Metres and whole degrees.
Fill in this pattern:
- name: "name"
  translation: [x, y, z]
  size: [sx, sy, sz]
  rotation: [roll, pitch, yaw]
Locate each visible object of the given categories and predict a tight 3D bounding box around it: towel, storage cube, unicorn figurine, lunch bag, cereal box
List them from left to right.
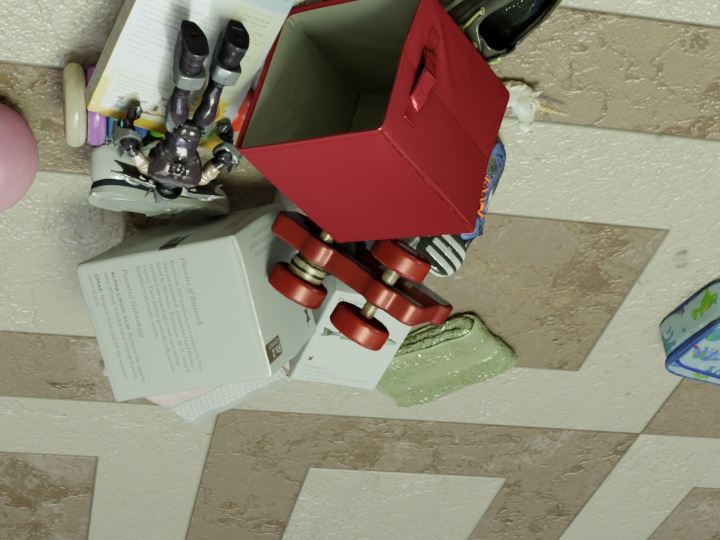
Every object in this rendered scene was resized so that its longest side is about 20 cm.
- name: "cereal box"
  translation: [-0.162, -0.223, 1.279]
  size: [0.143, 0.040, 0.200]
  rotation: [17, 118, -28]
- name: "towel"
  translation: [-0.220, 0.138, 1.828]
  size: [0.199, 0.032, 0.191]
  rotation: [-25, 139, 25]
- name: "storage cube"
  translation: [0.016, -0.147, 1.300]
  size: [0.199, 0.172, 0.180]
  rotation: [-4, 148, 37]
- name: "towel"
  translation: [0.106, 0.130, 1.844]
  size: [0.199, 0.037, 0.148]
  rotation: [-24, 141, 25]
- name: "unicorn figurine"
  translation: [0.108, -0.145, 1.408]
  size: [0.199, 0.138, 0.074]
  rotation: [5, 144, 18]
- name: "lunch bag"
  translation: [0.519, 0.097, 1.805]
  size: [0.199, 0.083, 0.161]
  rotation: [17, 142, -25]

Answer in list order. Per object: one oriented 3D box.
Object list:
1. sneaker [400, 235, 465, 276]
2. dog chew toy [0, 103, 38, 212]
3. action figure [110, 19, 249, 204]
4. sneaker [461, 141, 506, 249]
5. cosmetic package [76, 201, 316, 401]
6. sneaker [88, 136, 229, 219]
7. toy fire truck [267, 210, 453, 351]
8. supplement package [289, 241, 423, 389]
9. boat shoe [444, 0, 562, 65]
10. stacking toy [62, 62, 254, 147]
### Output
- name: "sneaker"
  translation: [0.025, -0.067, 1.511]
  size: [0.200, 0.075, 0.115]
  rotation: [51, 162, -8]
- name: "dog chew toy"
  translation: [-0.416, -0.147, 1.346]
  size: [0.124, 0.125, 0.200]
  rotation: [-17, 135, 17]
- name: "action figure"
  translation: [-0.165, -0.141, 1.274]
  size: [0.130, 0.070, 0.200]
  rotation: [4, 129, -30]
- name: "sneaker"
  translation: [0.123, -0.076, 1.526]
  size: [0.075, 0.079, 0.200]
  rotation: [2, 144, -10]
- name: "cosmetic package"
  translation: [-0.180, 0.034, 1.505]
  size: [0.199, 0.165, 0.166]
  rotation: [-11, 103, 19]
- name: "sneaker"
  translation: [-0.215, -0.102, 1.465]
  size: [0.076, 0.081, 0.200]
  rotation: [-12, 166, 32]
- name: "toy fire truck"
  translation: [0.000, 0.000, 1.469]
  size: [0.112, 0.200, 0.168]
  rotation: [-59, 166, 8]
- name: "supplement package"
  translation: [-0.009, 0.044, 1.645]
  size: [0.116, 0.118, 0.200]
  rotation: [9, 142, -15]
- name: "boat shoe"
  translation: [0.128, -0.242, 1.314]
  size: [0.071, 0.061, 0.201]
  rotation: [18, 139, -28]
- name: "stacking toy"
  translation: [-0.205, -0.171, 1.375]
  size: [0.199, 0.086, 0.086]
  rotation: [-2, 145, -15]
